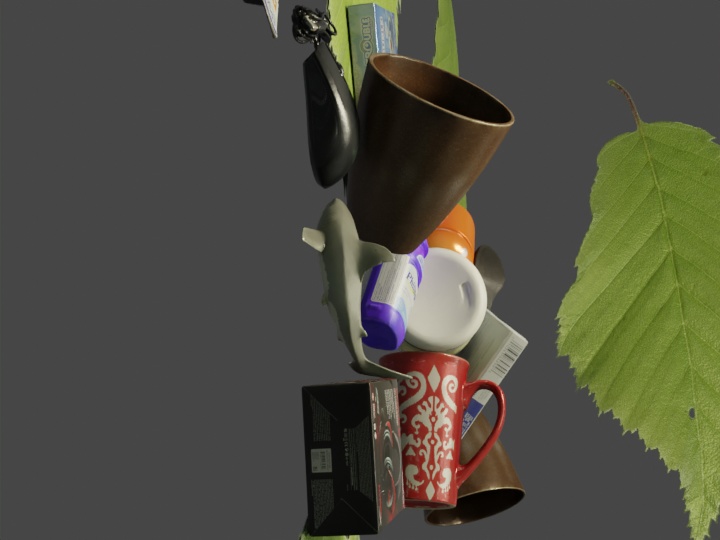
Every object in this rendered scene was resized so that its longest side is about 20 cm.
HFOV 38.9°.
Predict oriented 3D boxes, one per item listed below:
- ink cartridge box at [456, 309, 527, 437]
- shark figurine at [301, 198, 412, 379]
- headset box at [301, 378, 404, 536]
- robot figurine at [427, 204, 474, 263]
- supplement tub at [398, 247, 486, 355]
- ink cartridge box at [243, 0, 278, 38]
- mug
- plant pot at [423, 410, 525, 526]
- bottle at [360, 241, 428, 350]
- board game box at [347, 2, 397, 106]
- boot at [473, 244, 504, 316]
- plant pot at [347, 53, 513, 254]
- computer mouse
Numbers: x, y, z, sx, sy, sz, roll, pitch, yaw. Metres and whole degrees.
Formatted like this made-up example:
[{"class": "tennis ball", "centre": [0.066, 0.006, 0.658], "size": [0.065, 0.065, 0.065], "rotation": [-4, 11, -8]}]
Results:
[{"class": "ink cartridge box", "centre": [0.156, 0.153, 1.580], "size": [0.197, 0.043, 0.200], "rotation": [-56, -162, 4]}, {"class": "shark figurine", "centre": [0.001, 0.017, 1.096], "size": [0.128, 0.088, 0.217], "rotation": [14, 63, -76]}, {"class": "headset box", "centre": [-0.002, 0.193, 1.094], "size": [0.200, 0.074, 0.151], "rotation": [27, 60, -78]}, {"class": "robot figurine", "centre": [0.134, -0.039, 1.695], "size": [0.144, 0.116, 0.201], "rotation": [-48, -165, 29]}, {"class": "supplement tub", "centre": [0.105, 0.056, 1.498], "size": [0.200, 0.143, 0.147], "rotation": [90, -2, -79]}, {"class": "ink cartridge box", "centre": [-0.099, -0.330, 0.843], "size": [0.201, 0.040, 0.202], "rotation": [74, 16, -49]}, {"class": "mug", "centre": [0.101, 0.224, 1.421], "size": [0.133, 0.176, 0.203], "rotation": [26, 62, -46]}, {"class": "plant pot", "centre": [0.181, 0.334, 1.847], "size": [0.187, 0.185, 0.202], "rotation": [66, 8, -62]}, {"class": "bottle", "centre": [0.048, 0.005, 1.357], "size": [0.084, 0.064, 0.202], "rotation": [74, 29, -51]}, {"class": "board game box", "centre": [0.026, -0.283, 1.506], "size": [0.199, 0.043, 0.203], "rotation": [-44, 129, -75]}, {"class": "boot", "centre": [0.161, 0.069, 1.753], "size": [0.199, 0.068, 0.191], "rotation": [-32, -131, 50]}, {"class": "plant pot", "centre": [0.061, -0.130, 1.235], "size": [0.187, 0.185, 0.202], "rotation": [-70, -177, -66]}, {"class": "computer mouse", "centre": [-0.031, -0.193, 1.134], "size": [0.139, 0.052, 0.203], "rotation": [-50, 136, -76]}]
